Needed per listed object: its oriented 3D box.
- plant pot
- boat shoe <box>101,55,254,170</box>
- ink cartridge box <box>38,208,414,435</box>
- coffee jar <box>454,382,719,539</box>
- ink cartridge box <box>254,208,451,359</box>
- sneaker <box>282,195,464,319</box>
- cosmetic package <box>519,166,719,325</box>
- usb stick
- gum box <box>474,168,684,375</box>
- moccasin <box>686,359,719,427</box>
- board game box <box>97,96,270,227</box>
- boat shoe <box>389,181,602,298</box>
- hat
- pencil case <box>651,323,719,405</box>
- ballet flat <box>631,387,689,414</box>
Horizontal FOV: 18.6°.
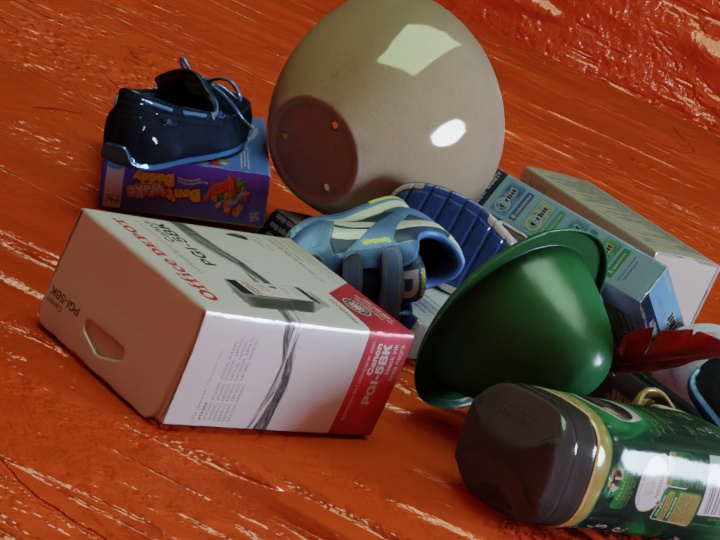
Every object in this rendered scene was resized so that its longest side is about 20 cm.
[{"bbox_3d":[0.000,-0.118,1.807,0.200,0.201,0.134,30,34,25],"label":"plant pot"},{"bbox_3d":[-0.133,-0.126,1.737,0.084,0.069,0.200,14,17,14],"label":"boat shoe"},{"bbox_3d":[-0.087,0.035,1.441,0.199,0.083,0.147,8,22,-48],"label":"ink cartridge box"},{"bbox_3d":[0.163,0.131,1.483,0.199,0.086,0.104,12,9,-39],"label":"coffee jar"},{"bbox_3d":[0.010,0.014,1.757,0.199,0.041,0.199,8,21,-46],"label":"ink cartridge box"},{"bbox_3d":[0.000,0.000,1.638,0.082,0.074,0.200,29,36,29],"label":"sneaker"},{"bbox_3d":[0.235,-0.016,2.123,0.103,0.088,0.200,12,17,-41],"label":"cosmetic package"},{"bbox_3d":[0.232,0.115,1.720,0.032,0.056,0.200,-15,35,-30],"label":"usb stick"},{"bbox_3d":[0.186,0.007,1.885,0.199,0.045,0.170,32,-17,31],"label":"gum box"},{"bbox_3d":[0.321,0.141,1.599,0.200,0.068,0.080,53,-1,2],"label":"moccasin"},{"bbox_3d":[-0.145,-0.092,1.821,0.133,0.045,0.200,8,16,-6],"label":"board game box"},{"bbox_3d":[0.101,-0.008,1.779,0.199,0.072,0.072,33,6,-12],"label":"boat shoe"},{"bbox_3d":[0.155,0.083,1.522,0.165,0.201,0.176,-14,51,-34],"label":"hat"},{"bbox_3d":[0.304,0.117,1.764,0.083,0.091,0.200,0,21,-17],"label":"pencil case"},{"bbox_3d":[0.243,0.147,1.605,0.068,0.063,0.200,15,17,-30],"label":"ballet flat"}]
